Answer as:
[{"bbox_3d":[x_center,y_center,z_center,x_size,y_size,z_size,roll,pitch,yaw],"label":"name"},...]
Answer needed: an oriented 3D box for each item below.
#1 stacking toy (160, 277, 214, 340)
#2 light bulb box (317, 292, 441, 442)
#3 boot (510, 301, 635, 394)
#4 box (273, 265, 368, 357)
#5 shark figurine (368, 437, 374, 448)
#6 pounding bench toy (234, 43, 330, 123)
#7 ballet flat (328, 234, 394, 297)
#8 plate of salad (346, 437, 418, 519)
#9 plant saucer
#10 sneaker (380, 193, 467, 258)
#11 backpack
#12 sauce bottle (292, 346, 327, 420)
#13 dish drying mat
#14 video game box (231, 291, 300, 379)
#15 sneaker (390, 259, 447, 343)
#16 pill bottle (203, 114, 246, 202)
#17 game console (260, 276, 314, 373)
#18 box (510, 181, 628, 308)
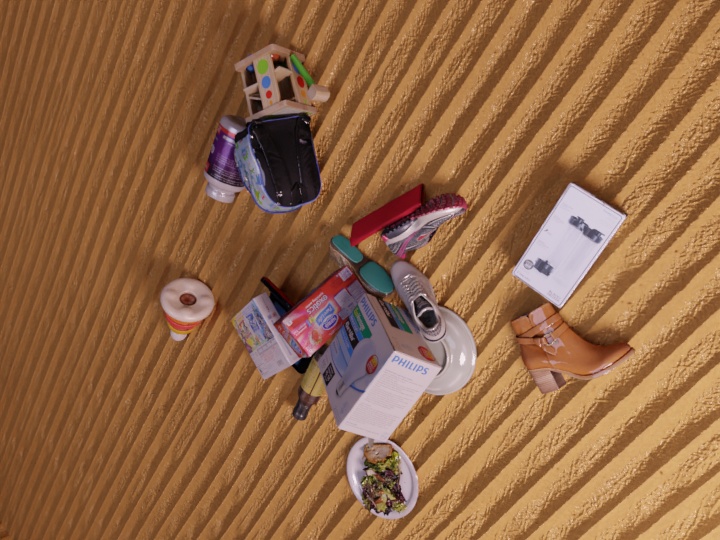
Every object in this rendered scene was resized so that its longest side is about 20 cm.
[{"bbox_3d":[-0.504,0.133,1.558,0.146,0.145,0.201,46,136,17],"label":"stacking toy"},{"bbox_3d":[0.030,0.193,1.107,0.202,0.123,0.199,-56,31,17],"label":"light bulb box"},{"bbox_3d":[0.393,0.129,1.029,0.199,0.076,0.158,-31,77,38],"label":"boot"},{"bbox_3d":[-0.084,0.092,1.215,0.100,0.200,0.095,51,157,-6],"label":"box"},{"bbox_3d":[0.038,0.281,1.240,0.127,0.216,0.090,-27,127,10],"label":"shark figurine"},{"bbox_3d":[-0.169,-0.439,1.254,0.197,0.124,0.159,-13,90,32],"label":"pounding bench toy"},{"bbox_3d":[0.000,0.000,1.257,0.200,0.070,0.066,46,143,21],"label":"ballet flat"},{"bbox_3d":[0.045,0.497,1.296,0.197,0.048,0.204,5,99,30],"label":"plate of salad"},{"bbox_3d":[0.152,0.177,1.187,0.197,0.050,0.205,4,98,31],"label":"plant saucer"},{"bbox_3d":[0.139,-0.097,1.149,0.198,0.081,0.075,-26,110,32],"label":"sneaker"},{"bbox_3d":[-0.189,-0.236,1.268,0.146,0.181,0.204,-14,93,54],"label":"backpack"},{"bbox_3d":[-0.118,0.285,1.357,0.064,0.064,0.202,36,113,22],"label":"sauce bottle"},{"bbox_3d":[0.057,-0.120,1.198,0.198,0.078,0.018,-28,123,31],"label":"dish drying mat"},{"bbox_3d":[-0.241,0.169,1.375,0.184,0.047,0.199,58,145,1],"label":"video game box"},{"bbox_3d":[0.121,0.054,1.147,0.076,0.080,0.202,-34,63,7],"label":"sneaker"},{"bbox_3d":[-0.327,-0.280,1.379,0.112,0.112,0.202,35,113,22],"label":"pill bottle"},{"bbox_3d":[-0.191,0.139,1.352,0.199,0.173,0.119,41,82,20],"label":"game console"},{"bbox_3d":[0.384,-0.047,1.008,0.116,0.060,0.202,37,114,22],"label":"box"}]
